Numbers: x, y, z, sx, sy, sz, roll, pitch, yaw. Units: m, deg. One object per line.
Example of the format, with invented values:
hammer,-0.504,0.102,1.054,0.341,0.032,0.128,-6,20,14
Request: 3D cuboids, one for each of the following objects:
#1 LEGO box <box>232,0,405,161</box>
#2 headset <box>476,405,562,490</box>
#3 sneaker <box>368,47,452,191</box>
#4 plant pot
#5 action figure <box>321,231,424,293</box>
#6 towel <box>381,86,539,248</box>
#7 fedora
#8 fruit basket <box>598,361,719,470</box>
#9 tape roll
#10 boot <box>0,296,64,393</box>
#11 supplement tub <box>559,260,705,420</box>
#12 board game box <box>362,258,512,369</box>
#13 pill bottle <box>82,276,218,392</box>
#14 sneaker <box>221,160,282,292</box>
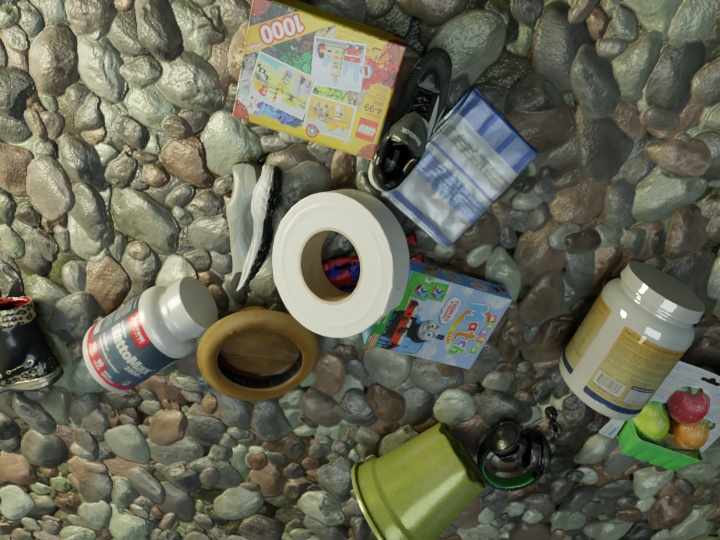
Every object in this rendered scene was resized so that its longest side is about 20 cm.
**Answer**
LEGO box,-0.054,-0.253,0.785,0.193,0.078,0.153,15,117,-6
headset,0.287,0.320,1.057,0.120,0.095,0.204,22,116,-10
sneaker,0.070,-0.191,0.794,0.065,0.091,0.204,24,106,-8
plant pot,0.112,0.375,1.054,0.183,0.201,0.201,-39,111,8
action figure,0.000,0.000,0.933,0.194,0.052,0.067,-19,121,14
towel,0.140,-0.140,0.866,0.146,0.024,0.200,38,112,-17
fedora,-0.164,0.119,0.968,0.193,0.083,0.206,-8,127,-10
fruit basket,0.524,0.234,0.995,0.179,0.095,0.204,18,122,-7
tape roll,-0.029,-0.011,0.866,0.196,0.070,0.211,5,101,24
boot,-0.617,0.128,1.011,0.196,0.074,0.159,-6,114,1
supplement tub,0.408,0.105,0.912,0.140,0.146,0.204,19,117,-8
board game box,0.118,0.071,0.945,0.194,0.037,0.154,14,121,-18
pill bottle,-0.329,0.096,0.954,0.196,0.121,0.121,-30,113,16
sneaker,-0.171,-0.066,0.897,0.077,0.074,0.206,16,111,4
